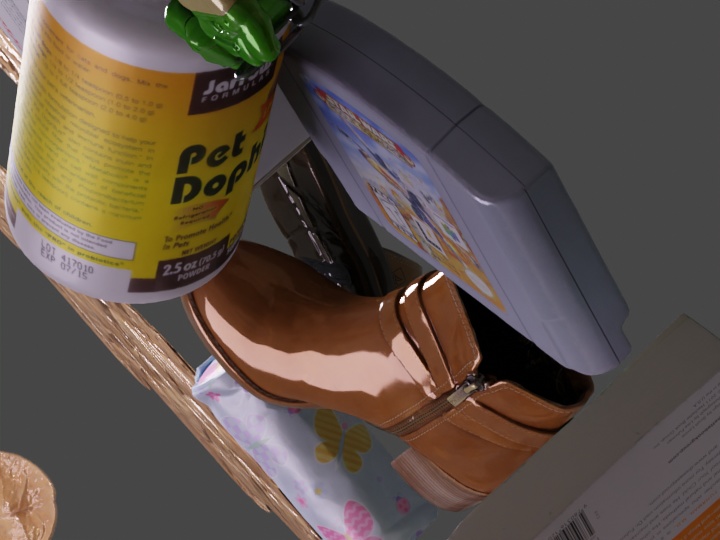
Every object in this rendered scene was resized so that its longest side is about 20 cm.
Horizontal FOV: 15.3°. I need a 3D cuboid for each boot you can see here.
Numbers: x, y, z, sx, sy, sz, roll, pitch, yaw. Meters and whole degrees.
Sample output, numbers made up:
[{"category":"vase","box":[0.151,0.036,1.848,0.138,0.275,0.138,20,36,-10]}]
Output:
[{"category":"boot","box":[0.011,0.031,1.279,0.200,0.077,0.155,43,152,2]}]

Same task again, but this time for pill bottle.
[{"category":"pill bottle","box":[-0.088,-0.088,1.127,0.109,0.109,0.201,44,143,25]}]

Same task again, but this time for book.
[{"category":"book","box":[0.119,0.124,1.098,0.048,0.133,0.200,41,167,38]}]

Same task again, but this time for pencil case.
[{"category":"pencil case","box":[-0.033,0.131,1.934,0.200,0.083,0.091,51,148,-6]}]

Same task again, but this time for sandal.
[{"category":"sandal","box":[0.000,0.000,1.397,0.082,0.054,0.201,13,131,50]}]

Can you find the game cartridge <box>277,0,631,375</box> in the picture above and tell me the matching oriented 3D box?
[{"category":"game cartridge","box":[0.029,-0.045,1.144,0.200,0.042,0.133,38,170,47]}]

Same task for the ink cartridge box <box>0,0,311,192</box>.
[{"category":"ink cartridge box","box":[-0.121,-0.134,1.310,0.200,0.084,0.146,38,165,48]}]

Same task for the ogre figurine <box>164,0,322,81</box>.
[{"category":"ogre figurine","box":[-0.023,-0.143,0.747,0.098,0.120,0.200,34,164,41]}]
